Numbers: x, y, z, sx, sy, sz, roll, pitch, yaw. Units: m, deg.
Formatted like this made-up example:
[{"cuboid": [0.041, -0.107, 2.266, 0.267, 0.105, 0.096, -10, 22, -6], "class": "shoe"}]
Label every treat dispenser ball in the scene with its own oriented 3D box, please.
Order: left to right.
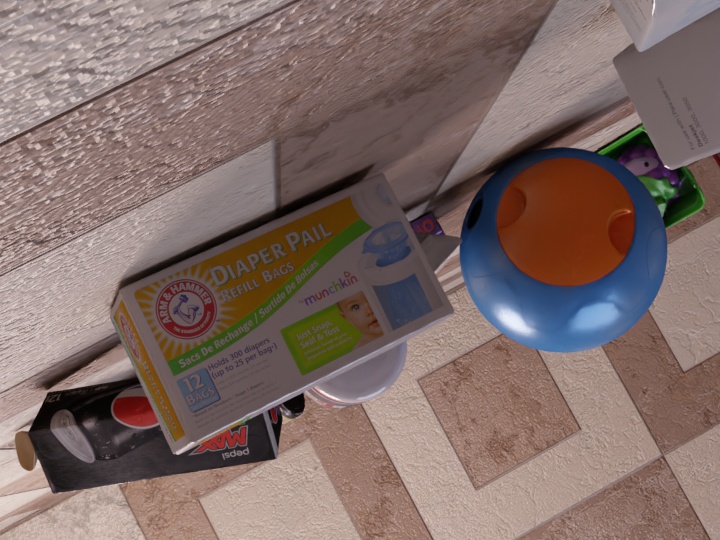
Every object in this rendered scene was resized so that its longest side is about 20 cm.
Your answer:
[{"cuboid": [0.197, -0.020, 1.100, 0.201, 0.201, 0.201, -28, 174, -3], "class": "treat dispenser ball"}]

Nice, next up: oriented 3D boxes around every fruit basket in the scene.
[{"cuboid": [0.335, -0.079, 1.458, 0.215, 0.156, 0.216, -36, -173, 5], "class": "fruit basket"}]

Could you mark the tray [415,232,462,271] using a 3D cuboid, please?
[{"cuboid": [-0.002, 0.018, 1.020, 0.107, 0.022, 0.200, 5, -141, 41], "class": "tray"}]

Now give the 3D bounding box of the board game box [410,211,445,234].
[{"cuboid": [0.000, 0.000, 1.219, 0.200, 0.032, 0.120, -29, 170, 6], "class": "board game box"}]

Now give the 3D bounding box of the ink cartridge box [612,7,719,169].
[{"cuboid": [0.271, -0.149, 0.656, 0.200, 0.085, 0.144, -23, -169, 48], "class": "ink cartridge box"}]

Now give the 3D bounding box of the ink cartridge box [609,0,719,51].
[{"cuboid": [0.193, -0.174, 0.492, 0.160, 0.047, 0.200, -29, 176, 6], "class": "ink cartridge box"}]

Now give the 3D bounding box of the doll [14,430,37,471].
[{"cuboid": [-0.256, 0.163, 1.182, 0.136, 0.049, 0.200, 8, -162, 35], "class": "doll"}]

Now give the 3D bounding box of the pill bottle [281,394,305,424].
[{"cuboid": [-0.210, 0.259, 2.067, 0.200, 0.112, 0.112, -31, 174, 22], "class": "pill bottle"}]

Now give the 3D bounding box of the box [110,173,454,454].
[{"cuboid": [-0.057, 0.031, 0.768, 0.200, 0.113, 0.101, -26, 175, -20], "class": "box"}]

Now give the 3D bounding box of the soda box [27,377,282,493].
[{"cuboid": [-0.171, 0.131, 0.948, 0.200, 0.071, 0.063, -10, -154, 6], "class": "soda box"}]

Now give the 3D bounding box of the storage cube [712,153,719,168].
[{"cuboid": [0.439, -0.159, 1.094, 0.171, 0.200, 0.180, -32, 179, 30], "class": "storage cube"}]

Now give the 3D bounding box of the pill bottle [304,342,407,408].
[{"cuboid": [-0.019, 0.093, 1.235, 0.116, 0.116, 0.200, -27, 174, -11], "class": "pill bottle"}]

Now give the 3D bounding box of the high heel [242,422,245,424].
[{"cuboid": [-0.055, 0.058, 0.904, 0.200, 0.072, 0.143, -21, -145, -20], "class": "high heel"}]
